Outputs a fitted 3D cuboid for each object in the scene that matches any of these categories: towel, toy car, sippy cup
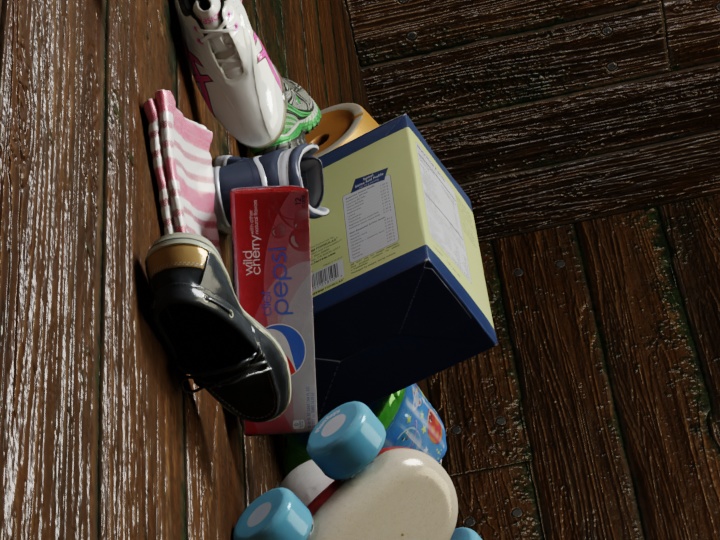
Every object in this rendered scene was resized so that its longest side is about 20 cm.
[{"bbox_3d":[-0.129,-0.032,1.510,0.146,0.030,0.201,47,32,-80],"label":"towel"},{"bbox_3d":[-0.027,0.219,1.582,0.185,0.177,0.200,49,-21,-20],"label":"toy car"},{"bbox_3d":[0.012,0.148,1.851,0.130,0.177,0.140,45,26,-40],"label":"sippy cup"}]

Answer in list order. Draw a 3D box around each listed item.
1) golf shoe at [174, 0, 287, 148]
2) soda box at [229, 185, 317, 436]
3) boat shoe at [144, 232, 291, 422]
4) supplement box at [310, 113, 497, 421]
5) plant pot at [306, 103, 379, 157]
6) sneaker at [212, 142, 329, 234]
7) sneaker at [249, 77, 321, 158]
[{"bbox_3d":[-0.127,-0.202,1.703,0.092,0.072,0.201,17,50,-77],"label":"golf shoe"},{"bbox_3d":[-0.072,0.032,1.582,0.070,0.063,0.202,-148,-125,-82],"label":"soda box"},{"bbox_3d":[-0.103,0.056,1.376,0.200,0.074,0.063,66,18,-48],"label":"boat shoe"},{"bbox_3d":[0.000,0.000,1.781,0.134,0.199,0.201,50,23,-39],"label":"supplement box"},{"bbox_3d":[-0.009,-0.083,2.214,0.184,0.199,0.201,58,14,-26],"label":"plant pot"},{"bbox_3d":[-0.080,-0.074,1.705,0.200,0.108,0.071,-58,137,-83],"label":"sneaker"},{"bbox_3d":[-0.089,-0.177,2.035,0.200,0.078,0.086,-91,164,-73],"label":"sneaker"}]
